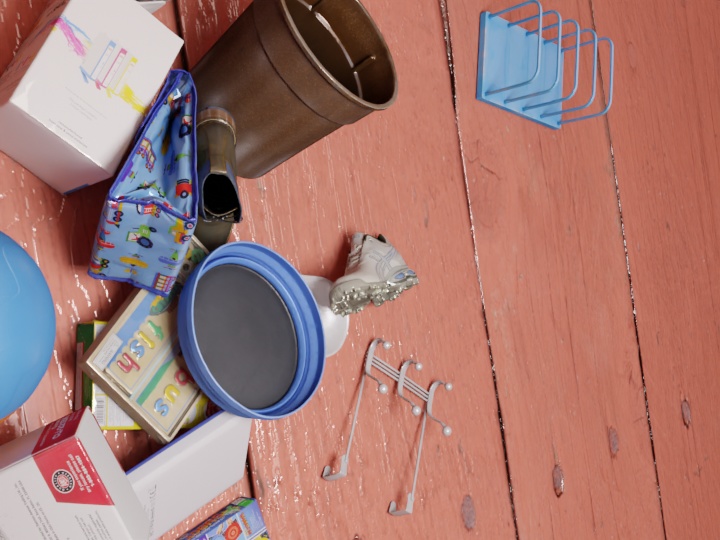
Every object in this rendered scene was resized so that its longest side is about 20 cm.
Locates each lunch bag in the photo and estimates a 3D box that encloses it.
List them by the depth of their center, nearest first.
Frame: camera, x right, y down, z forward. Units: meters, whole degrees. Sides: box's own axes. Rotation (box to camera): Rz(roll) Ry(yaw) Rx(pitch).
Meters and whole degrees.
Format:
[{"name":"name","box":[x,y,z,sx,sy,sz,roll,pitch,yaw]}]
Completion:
[{"name":"lunch bag","box":[-0.214,-0.103,1.082,0.092,0.151,0.203,15,54,-14]}]

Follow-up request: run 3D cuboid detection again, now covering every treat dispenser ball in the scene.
[{"name":"treat dispenser ball","box":[-0.377,0.051,0.919,0.198,0.199,0.205,4,83,-41]}]

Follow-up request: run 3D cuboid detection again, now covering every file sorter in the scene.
[{"name":"file sorter","box":[0.294,-0.322,1.603,0.198,0.122,0.142,11,79,-41]}]

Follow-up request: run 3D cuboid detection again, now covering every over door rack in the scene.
[{"name":"over door rack","box":[0.049,0.214,1.374,0.147,0.066,0.203,35,64,-33]}]

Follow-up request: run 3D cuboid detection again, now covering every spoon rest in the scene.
[{"name":"spoon rest","box":[-0.084,0.037,1.275,0.199,0.060,0.101,34,63,-34]}]

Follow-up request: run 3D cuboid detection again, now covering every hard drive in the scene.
[{"name":"hard drive","box":[-0.205,0.236,1.123,0.199,0.025,0.133,-31,147,-39]}]

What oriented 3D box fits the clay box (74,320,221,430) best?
[{"name":"clay box","box":[-0.222,0.121,1.152,0.198,0.047,0.117,7,79,-42]}]

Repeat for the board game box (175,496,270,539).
[{"name":"board game box","box":[-0.149,0.391,1.201,0.134,0.034,0.204,-26,104,-39]}]

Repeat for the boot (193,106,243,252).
[{"name":"boot","box":[-0.169,-0.070,1.132,0.073,0.202,0.098,-1,42,-10]}]

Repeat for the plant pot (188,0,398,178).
[{"name":"plant pot","box":[-0.092,-0.219,1.171,0.199,0.197,0.203,37,35,-32]}]

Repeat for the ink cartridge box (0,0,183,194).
[{"name":"ink cartridge box","box":[-0.290,-0.205,1.068,0.125,0.127,0.203,36,63,-30]}]

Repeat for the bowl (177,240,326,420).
[{"name":"bowl","box":[-0.122,0.070,1.146,0.199,0.039,0.204,24,56,-40]}]

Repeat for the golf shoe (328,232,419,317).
[{"name":"golf shoe","box":[0.000,0.000,1.331,0.098,0.078,0.199,62,23,7]}]

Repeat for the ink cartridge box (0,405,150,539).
[{"name":"ink cartridge box","box":[-0.320,0.244,0.967,0.197,0.084,0.146,-25,105,-1]}]

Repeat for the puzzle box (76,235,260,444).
[{"name":"puzzle box","box":[-0.206,0.072,1.127,0.133,0.025,0.201,49,53,-24]}]
